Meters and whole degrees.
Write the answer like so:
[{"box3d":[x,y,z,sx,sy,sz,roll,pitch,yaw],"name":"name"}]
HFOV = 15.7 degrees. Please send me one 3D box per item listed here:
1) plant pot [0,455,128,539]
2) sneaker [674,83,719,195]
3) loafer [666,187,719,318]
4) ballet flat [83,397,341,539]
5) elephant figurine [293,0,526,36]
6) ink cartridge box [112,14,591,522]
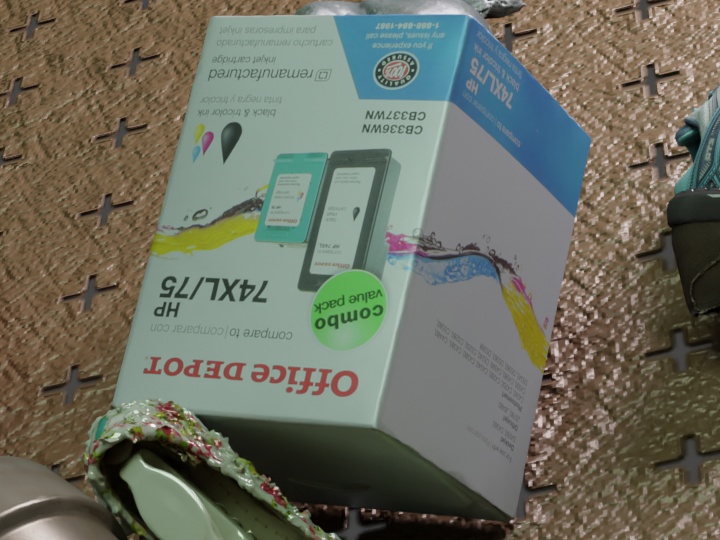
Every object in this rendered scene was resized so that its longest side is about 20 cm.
[{"box3d":[-0.121,0.202,1.066,0.173,0.200,0.200,28,55,27],"name":"plant pot"},{"box3d":[0.207,-0.088,1.374,0.086,0.078,0.200,-26,19,30],"name":"sneaker"},{"box3d":[0.244,0.003,1.248,0.200,0.071,0.073,5,-2,22],"name":"loafer"},{"box3d":[-0.044,0.131,1.126,0.076,0.200,0.064,-55,-9,7],"name":"ballet flat"},{"box3d":[0.039,-0.054,1.392,0.141,0.155,0.200,11,30,-36],"name":"elephant figurine"},{"box3d":[0.000,0.000,1.230,0.146,0.146,0.200,2,70,30],"name":"ink cartridge box"}]
